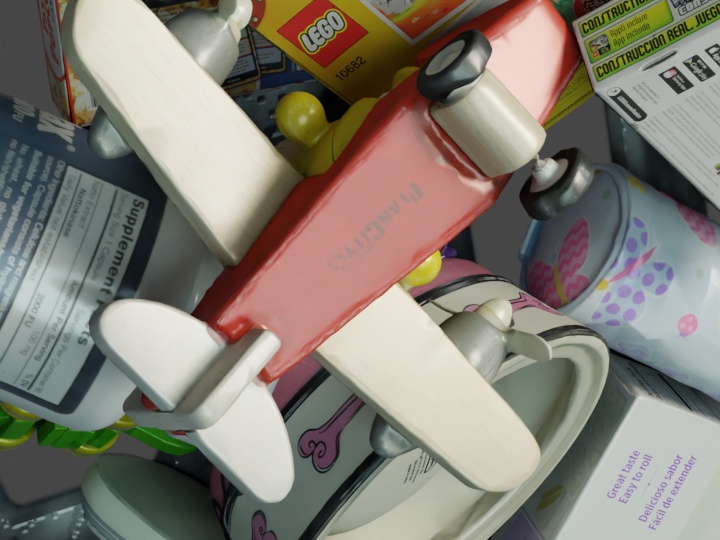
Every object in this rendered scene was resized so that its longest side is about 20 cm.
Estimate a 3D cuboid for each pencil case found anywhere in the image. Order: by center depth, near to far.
[{"bbox_3d":[0.174,0.020,1.059,0.200,0.091,0.083,26,92,-26],"label":"pencil case"}]

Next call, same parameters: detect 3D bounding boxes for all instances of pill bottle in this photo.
[{"bbox_3d":[-0.130,-0.001,0.901,0.199,0.120,0.120,24,102,-15],"label":"pill bottle"}]

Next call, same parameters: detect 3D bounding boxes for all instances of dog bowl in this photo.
[{"bbox_3d":[0.017,0.078,0.989,0.200,0.074,0.200,-35,155,-19],"label":"dog bowl"}]

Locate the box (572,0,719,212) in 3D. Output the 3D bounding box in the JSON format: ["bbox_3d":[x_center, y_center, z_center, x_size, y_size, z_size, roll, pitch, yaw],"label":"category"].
[{"bbox_3d":[0.178,-0.068,0.869,0.110,0.035,0.200,-27,148,20],"label":"box"}]

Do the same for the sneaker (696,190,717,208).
[{"bbox_3d":[0.175,-0.094,0.997,0.074,0.116,0.200,-32,118,-3],"label":"sneaker"}]

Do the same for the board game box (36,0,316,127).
[{"bbox_3d":[-0.067,-0.172,0.913,0.151,0.046,0.201,-12,115,-15],"label":"board game box"}]

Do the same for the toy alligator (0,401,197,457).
[{"bbox_3d":[-0.161,0.047,0.972,0.199,0.059,0.054,8,67,-22],"label":"toy alligator"}]

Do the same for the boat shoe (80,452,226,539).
[{"bbox_3d":[-0.066,0.165,1.043,0.201,0.070,0.072,38,106,-23],"label":"boat shoe"}]

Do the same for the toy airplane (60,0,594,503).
[{"bbox_3d":[-0.017,-0.011,0.833,0.198,0.141,0.201,0,104,-13],"label":"toy airplane"}]

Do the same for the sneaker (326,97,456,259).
[{"bbox_3d":[0.000,0.000,0.998,0.083,0.081,0.200,25,105,-40],"label":"sneaker"}]

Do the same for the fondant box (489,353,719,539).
[{"bbox_3d":[0.177,0.142,1.125,0.199,0.058,0.145,21,106,-24],"label":"fondant box"}]

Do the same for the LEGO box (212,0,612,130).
[{"bbox_3d":[0.058,-0.144,0.848,0.149,0.077,0.200,36,127,-27],"label":"LEGO box"}]
